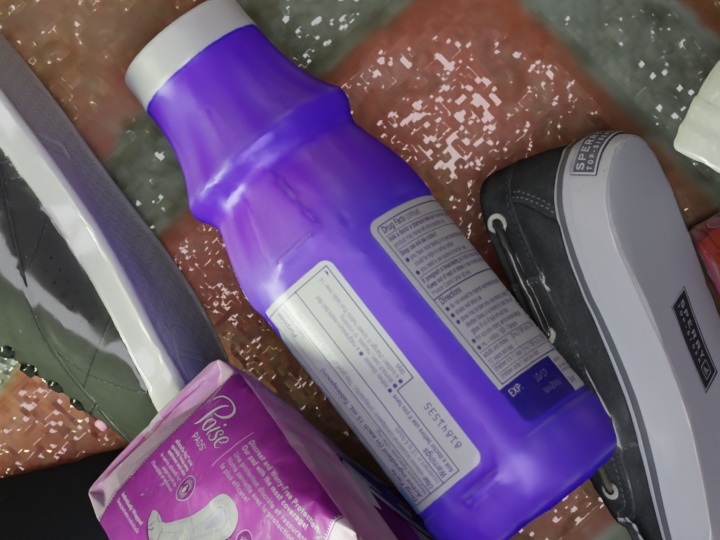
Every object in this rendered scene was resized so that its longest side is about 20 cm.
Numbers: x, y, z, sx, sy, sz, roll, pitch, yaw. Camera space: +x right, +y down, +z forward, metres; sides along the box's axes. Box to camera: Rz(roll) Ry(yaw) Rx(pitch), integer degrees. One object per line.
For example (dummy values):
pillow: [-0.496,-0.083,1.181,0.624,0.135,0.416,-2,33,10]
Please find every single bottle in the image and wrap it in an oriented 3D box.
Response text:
bottle: [0.000,0.000,0.827,0.065,0.084,0.200,-41,83,17]

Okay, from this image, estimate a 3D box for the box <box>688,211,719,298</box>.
box: [0.208,0.055,0.862,0.102,0.095,0.200,-29,104,3]

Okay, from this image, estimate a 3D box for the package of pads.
package of pads: [0.011,0.126,0.820,0.076,0.121,0.200,-45,129,3]

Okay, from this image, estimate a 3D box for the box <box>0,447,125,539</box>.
box: [-0.128,0.182,0.873,0.147,0.104,0.201,-14,105,1]

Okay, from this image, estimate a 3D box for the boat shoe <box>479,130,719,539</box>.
boat shoe: [0.098,0.046,0.876,0.056,0.069,0.201,-9,109,33]

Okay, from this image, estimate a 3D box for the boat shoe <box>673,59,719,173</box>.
boat shoe: [0.177,0.009,0.761,0.202,0.075,0.086,37,97,-9]

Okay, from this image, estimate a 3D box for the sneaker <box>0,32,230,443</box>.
sneaker: [-0.117,0.017,0.852,0.099,0.071,0.200,-32,102,11]
